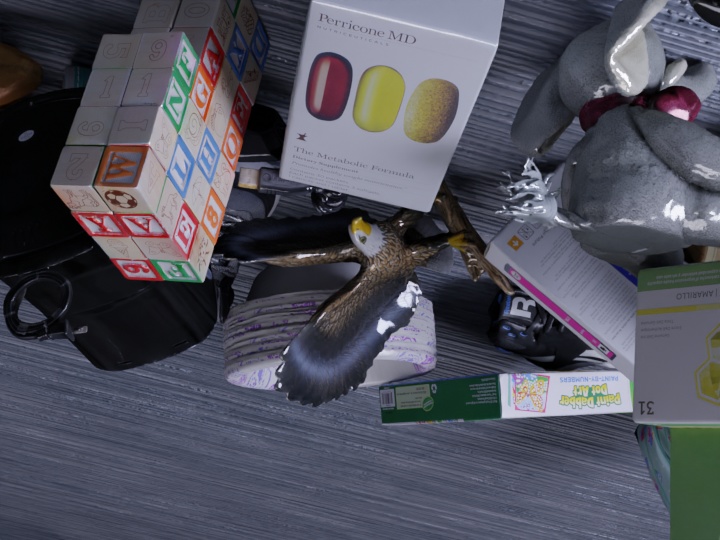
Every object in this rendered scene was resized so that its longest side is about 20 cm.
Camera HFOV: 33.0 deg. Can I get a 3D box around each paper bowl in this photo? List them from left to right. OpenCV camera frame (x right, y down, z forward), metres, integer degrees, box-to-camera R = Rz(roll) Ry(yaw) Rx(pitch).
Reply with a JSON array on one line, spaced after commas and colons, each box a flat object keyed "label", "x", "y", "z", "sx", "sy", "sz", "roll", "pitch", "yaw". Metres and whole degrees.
[{"label": "paper bowl", "x": -0.029, "y": 0.049, "z": 1.143, "sx": 0.200, "sy": 0.105, "sz": 0.201, "roll": -2, "pitch": 167, "yaw": -1}]

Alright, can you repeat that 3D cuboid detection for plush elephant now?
[{"label": "plush elephant", "x": 0.179, "y": -0.091, "z": 0.784, "sx": 0.199, "sy": 0.156, "sz": 0.165, "roll": 13, "pitch": 166, "yaw": -23}]

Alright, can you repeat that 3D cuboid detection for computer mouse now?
[{"label": "computer mouse", "x": -0.094, "y": -0.087, "z": 0.900, "sx": 0.199, "sy": 0.141, "sz": 0.046, "roll": 15, "pitch": 117, "yaw": -6}]

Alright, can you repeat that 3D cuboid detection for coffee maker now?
[{"label": "coffee maker", "x": -0.198, "y": -0.002, "z": 0.899, "sx": 0.134, "sy": 0.193, "sz": 0.200, "roll": 3, "pitch": 154, "yaw": 18}]

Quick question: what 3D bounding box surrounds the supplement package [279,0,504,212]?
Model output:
[{"label": "supplement package", "x": 0.019, "y": -0.141, "z": 0.776, "sx": 0.113, "sy": 0.110, "sz": 0.200, "roll": 12, "pitch": 154, "yaw": -3}]

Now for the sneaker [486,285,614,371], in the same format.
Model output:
[{"label": "sneaker", "x": 0.187, "y": 0.045, "z": 1.114, "sx": 0.112, "sy": 0.073, "sz": 0.200, "roll": 20, "pitch": 154, "yaw": -23}]

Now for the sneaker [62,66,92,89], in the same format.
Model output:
[{"label": "sneaker", "x": -0.195, "y": -0.099, "z": 1.005, "sx": 0.080, "sy": 0.072, "sz": 0.200, "roll": -5, "pitch": 151, "yaw": -1}]

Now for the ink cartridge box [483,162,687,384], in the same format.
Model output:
[{"label": "ink cartridge box", "x": 0.200, "y": 0.015, "z": 0.930, "sx": 0.200, "sy": 0.095, "sz": 0.037, "roll": 40, "pitch": 161, "yaw": 12}]

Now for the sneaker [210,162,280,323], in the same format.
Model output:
[{"label": "sneaker", "x": -0.125, "y": -0.019, "z": 1.070, "sx": 0.075, "sy": 0.114, "sz": 0.200, "roll": 18, "pitch": 153, "yaw": -13}]

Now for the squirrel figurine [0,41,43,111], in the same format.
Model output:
[{"label": "squirrel figurine", "x": -0.324, "y": -0.110, "z": 0.985, "sx": 0.200, "sy": 0.142, "sz": 0.187, "roll": 28, "pitch": 173, "yaw": 17}]

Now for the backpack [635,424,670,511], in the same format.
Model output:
[{"label": "backpack", "x": 0.370, "y": 0.198, "z": 1.210, "sx": 0.166, "sy": 0.200, "sz": 0.127, "roll": -22, "pitch": 158, "yaw": -21}]

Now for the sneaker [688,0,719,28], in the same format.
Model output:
[{"label": "sneaker", "x": 0.292, "y": -0.146, "z": 0.698, "sx": 0.199, "sy": 0.070, "sz": 0.090, "roll": 0, "pitch": 148, "yaw": 19}]

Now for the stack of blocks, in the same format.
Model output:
[{"label": "stack of blocks", "x": -0.124, "y": -0.107, "z": 0.798, "sx": 0.058, "sy": 0.201, "sz": 0.115, "roll": 3, "pitch": 151, "yaw": 18}]

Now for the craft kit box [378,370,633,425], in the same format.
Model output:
[{"label": "craft kit box", "x": 0.152, "y": 0.123, "z": 1.174, "sx": 0.197, "sy": 0.049, "sz": 0.200, "roll": -2, "pitch": 173, "yaw": -31}]

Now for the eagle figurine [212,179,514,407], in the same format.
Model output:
[{"label": "eagle figurine", "x": -0.003, "y": -0.004, "z": 0.985, "sx": 0.200, "sy": 0.152, "sz": 0.151, "roll": -31, "pitch": 124, "yaw": 3}]

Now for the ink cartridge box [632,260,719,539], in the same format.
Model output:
[{"label": "ink cartridge box", "x": 0.239, "y": 0.094, "z": 0.751, "sx": 0.048, "sy": 0.201, "sz": 0.145, "roll": 13, "pitch": 167, "yaw": -38}]

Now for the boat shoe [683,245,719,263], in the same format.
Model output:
[{"label": "boat shoe", "x": 0.278, "y": -0.026, "z": 0.959, "sx": 0.065, "sy": 0.072, "sz": 0.200, "roll": -25, "pitch": 139, "yaw": -7}]
